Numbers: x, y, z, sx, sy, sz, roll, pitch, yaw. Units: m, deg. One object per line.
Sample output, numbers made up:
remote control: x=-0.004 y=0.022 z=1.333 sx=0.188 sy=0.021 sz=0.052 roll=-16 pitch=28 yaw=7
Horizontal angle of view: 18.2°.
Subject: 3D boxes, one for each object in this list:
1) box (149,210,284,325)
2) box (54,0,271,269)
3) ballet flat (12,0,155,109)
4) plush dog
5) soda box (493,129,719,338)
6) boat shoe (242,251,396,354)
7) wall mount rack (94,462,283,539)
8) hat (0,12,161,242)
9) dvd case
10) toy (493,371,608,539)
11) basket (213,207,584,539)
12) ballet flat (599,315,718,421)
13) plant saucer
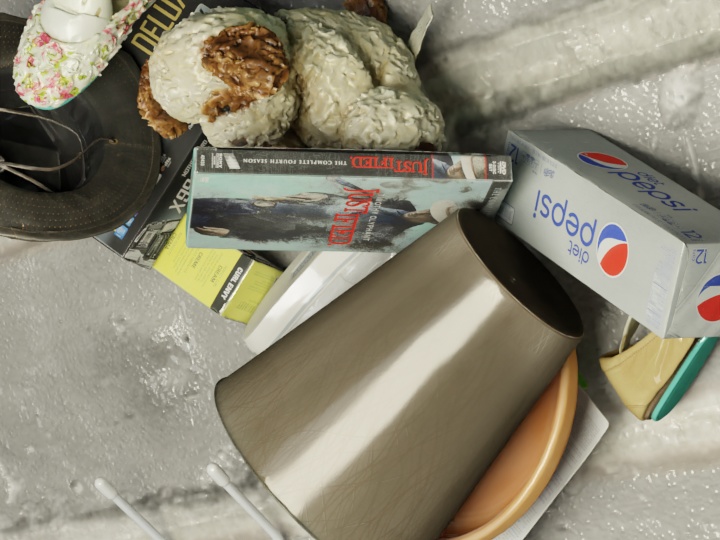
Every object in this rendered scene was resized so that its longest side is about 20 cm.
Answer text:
box: x=-0.148 y=-0.032 z=1.654 sx=0.199 sy=0.075 sz=0.050 roll=34 pitch=94 yaw=25
box: x=-0.163 y=-0.128 z=1.612 sx=0.157 sy=0.050 sz=0.201 roll=35 pitch=93 yaw=24
ballet flat: x=-0.175 y=-0.199 z=1.542 sx=0.075 sy=0.201 sz=0.064 roll=26 pitch=152 yaw=18
plush dog: x=-0.057 y=-0.128 z=1.489 sx=0.199 sy=0.170 sz=0.162 roll=-20 pitch=66 yaw=56
soda box: x=0.164 y=-0.026 z=1.395 sx=0.200 sy=0.068 sz=0.064 roll=39 pitch=124 yaw=52
boat shoe: x=0.000 y=0.000 z=1.569 sx=0.068 sy=0.072 sz=0.200 roll=37 pitch=109 yaw=-14
wall mount rack: x=-0.115 y=0.227 z=1.698 sx=0.199 sy=0.074 sz=0.175 roll=-10 pitch=95 yaw=36
hat: x=-0.231 y=-0.081 z=1.552 sx=0.201 sy=0.200 sz=0.081 roll=46 pitch=142 yaw=17
dvd case: x=-0.011 y=-0.044 z=1.443 sx=0.146 sy=0.198 sz=0.022 roll=112 pitch=157 yaw=-71
toy: x=0.092 y=0.143 z=1.542 sx=0.201 sy=0.047 sz=0.115 roll=-57 pitch=49 yaw=22
basket: x=0.034 y=0.068 z=1.431 sx=0.180 sy=0.136 sz=0.200 roll=46 pitch=107 yaw=6
ballet flat: x=0.215 y=0.012 z=1.416 sx=0.063 sy=0.068 sz=0.201 roll=46 pitch=122 yaw=18
plant saucer: x=0.075 y=0.091 z=1.509 sx=0.199 sy=0.037 sz=0.202 roll=-21 pitch=60 yaw=42
